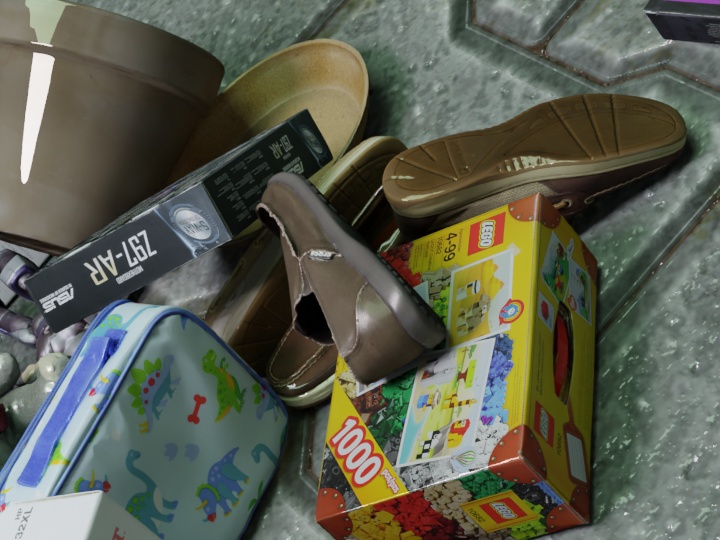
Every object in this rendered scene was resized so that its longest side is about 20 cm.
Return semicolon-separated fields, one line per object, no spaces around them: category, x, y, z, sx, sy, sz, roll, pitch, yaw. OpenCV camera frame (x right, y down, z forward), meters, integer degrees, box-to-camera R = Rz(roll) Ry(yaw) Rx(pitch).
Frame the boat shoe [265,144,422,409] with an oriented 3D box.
boat shoe;-0.003;-0.002;1.325;0.203;0.075;0.075;-51;36;-8

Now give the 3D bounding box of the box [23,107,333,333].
box;-0.122;-0.038;1.357;0.159;0.044;0.200;-27;8;25

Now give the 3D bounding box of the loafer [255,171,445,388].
loafer;-0.024;0.004;1.207;0.071;0.073;0.200;-44;36;0

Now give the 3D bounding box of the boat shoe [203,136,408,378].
boat shoe;-0.043;-0.019;1.382;0.200;0.074;0.069;-51;40;-10

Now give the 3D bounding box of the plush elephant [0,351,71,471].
plush elephant;-0.320;0.114;1.397;0.199;0.155;0.166;-13;49;37

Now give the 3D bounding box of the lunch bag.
lunch bag;-0.144;0.129;1.261;0.082;0.161;0.201;3;57;45

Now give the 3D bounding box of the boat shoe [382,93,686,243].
boat shoe;0.116;-0.057;1.270;0.198;0.072;0.072;-16;41;2

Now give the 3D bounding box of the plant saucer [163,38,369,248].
plant saucer;-0.066;-0.091;1.506;0.199;0.035;0.201;-26;40;25

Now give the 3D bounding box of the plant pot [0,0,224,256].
plant pot;-0.220;-0.101;1.510;0.199;0.199;0.175;7;81;47

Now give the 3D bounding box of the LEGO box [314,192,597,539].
LEGO box;0.062;0.071;1.188;0.148;0.077;0.201;-21;42;29

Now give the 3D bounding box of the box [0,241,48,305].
box;-0.304;-0.078;1.673;0.200;0.098;0.124;-50;36;-8

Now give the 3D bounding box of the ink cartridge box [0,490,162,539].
ink cartridge box;-0.134;0.240;1.107;0.083;0.200;0.146;-13;46;36

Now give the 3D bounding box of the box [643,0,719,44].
box;0.295;-0.235;1.299;0.142;0.036;0.201;14;66;49

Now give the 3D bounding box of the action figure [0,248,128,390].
action figure;-0.244;0.042;1.528;0.130;0.070;0.200;-45;39;-12
